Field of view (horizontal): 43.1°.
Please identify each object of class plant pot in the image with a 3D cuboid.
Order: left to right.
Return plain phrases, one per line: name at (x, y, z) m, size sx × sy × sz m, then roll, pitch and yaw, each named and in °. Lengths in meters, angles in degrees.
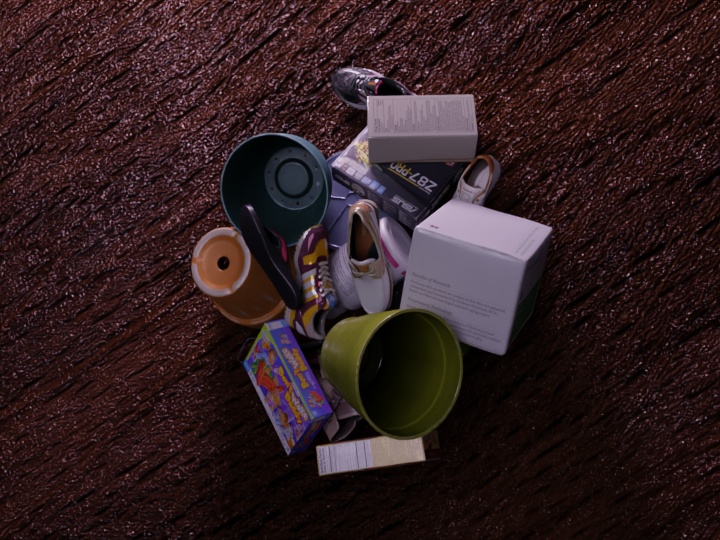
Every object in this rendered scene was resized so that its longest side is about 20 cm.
plant pot at (-0.223, 0.000, 1.721) m, size 0.196 × 0.183 × 0.204 m, roll -3°, pitch 80°, yaw 19°
plant pot at (-0.140, -0.157, 1.678) m, size 0.196 × 0.161 × 0.205 m, roll 2°, pitch 104°, yaw 9°
plant pot at (0.032, 0.151, 1.479) m, size 0.192 × 0.198 × 0.204 m, roll 10°, pitch 83°, yaw 60°

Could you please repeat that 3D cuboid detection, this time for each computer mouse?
computer mouse at (0.046, 0.061, 1.693) m, size 0.200 × 0.034 × 0.059 m, roll -43°, pitch 71°, yaw 9°

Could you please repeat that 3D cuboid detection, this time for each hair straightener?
hair straightener at (-0.151, 0.152, 1.754) m, size 0.197 × 0.041 × 0.079 m, roll -10°, pitch 78°, yaw 23°

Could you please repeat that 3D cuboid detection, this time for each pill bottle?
pill bottle at (0.000, 0.000, 1.670) m, size 0.199 × 0.113 × 0.115 m, roll -33°, pitch 72°, yaw 22°

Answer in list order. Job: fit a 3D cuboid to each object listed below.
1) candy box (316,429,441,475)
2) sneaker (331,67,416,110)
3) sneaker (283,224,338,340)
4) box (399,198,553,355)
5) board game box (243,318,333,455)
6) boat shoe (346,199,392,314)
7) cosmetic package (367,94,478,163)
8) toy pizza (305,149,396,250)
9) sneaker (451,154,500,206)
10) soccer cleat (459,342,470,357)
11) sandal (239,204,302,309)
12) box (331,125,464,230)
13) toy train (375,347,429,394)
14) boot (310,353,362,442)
candy box at (0.033, 0.322, 1.612) m, size 0.196 × 0.115 × 0.056 m, roll -13°, pitch 76°, yaw 18°
sneaker at (0.030, -0.347, 1.736) m, size 0.197 × 0.086 × 0.082 m, roll 21°, pitch 87°, yaw 22°
sneaker at (-0.072, 0.022, 1.605) m, size 0.089 × 0.074 × 0.203 m, roll 26°, pitch 116°, yaw 33°
box at (0.195, 0.004, 1.532) m, size 0.197 × 0.199 × 0.174 m, roll 17°, pitch 114°, yaw 19°
board game box at (-0.134, 0.209, 1.646) m, size 0.202 × 0.044 × 0.135 m, roll 59°, pitch 140°, yaw 25°
boat shoe at (0.008, -0.016, 1.565) m, size 0.073 × 0.068 × 0.204 m, roll -7°, pitch 102°, yaw 18°
cosmetic package at (0.110, -0.257, 1.652) m, size 0.196 × 0.074 × 0.105 m, roll -1°, pitch 57°, yaw 1°
toy pizza at (-0.012, -0.133, 1.747) m, size 0.196 × 0.032 × 0.204 m, roll -4°, pitch 79°, yaw 20°
sneaker at (0.186, -0.118, 1.644) m, size 0.072 × 0.084 × 0.203 m, roll 23°, pitch 93°, yaw 21°
soccer cleat at (0.146, 0.154, 1.627) m, size 0.080 × 0.067 × 0.203 m, roll 24°, pitch 91°, yaw 33°
sandal at (-0.151, -0.027, 1.597) m, size 0.045 × 0.075 × 0.202 m, roll -30°, pitch 89°, yaw -29°
box at (0.069, -0.186, 1.681) m, size 0.199 × 0.049 × 0.162 m, roll 33°, pitch 68°, yaw 19°
toy train at (0.069, 0.196, 1.604) m, size 0.199 × 0.086 × 0.116 m, roll 35°, pitch 101°, yaw 50°
boot at (-0.066, 0.240, 1.645) m, size 0.200 × 0.069 × 0.148 m, roll -49°, pitch 51°, yaw 41°
